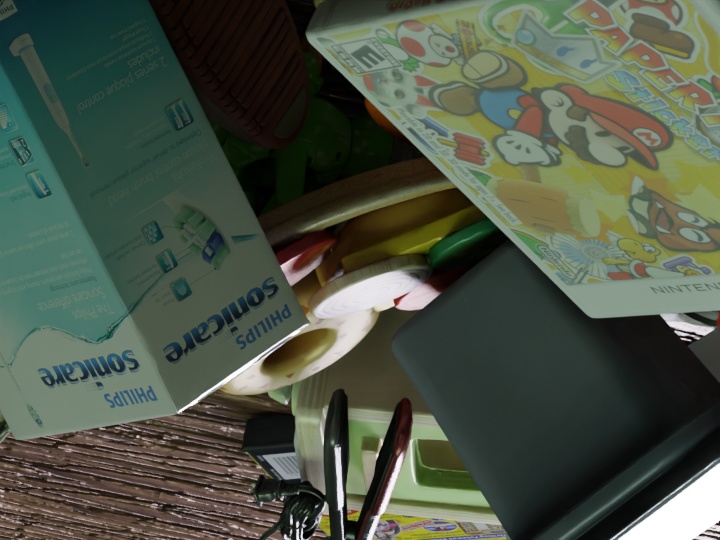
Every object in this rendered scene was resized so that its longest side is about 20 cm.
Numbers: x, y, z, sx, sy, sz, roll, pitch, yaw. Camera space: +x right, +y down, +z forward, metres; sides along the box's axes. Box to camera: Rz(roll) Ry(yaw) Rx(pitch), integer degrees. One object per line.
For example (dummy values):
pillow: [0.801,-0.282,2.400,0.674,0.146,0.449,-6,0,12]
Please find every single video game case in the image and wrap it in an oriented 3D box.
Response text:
video game case: [0.103,-0.047,0.858,0.181,0.023,0.200,-5,142,46]
video game case: [0.049,0.140,1.481,0.199,0.026,0.181,-7,145,25]

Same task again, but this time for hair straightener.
hair straightener: [-0.022,0.118,1.240,0.076,0.041,0.200,10,153,-3]

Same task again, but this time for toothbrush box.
toothbrush box: [-0.132,-0.036,0.980,0.146,0.085,0.201,-14,105,53]

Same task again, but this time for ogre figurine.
ogre figurine: [-0.047,-0.054,1.116,0.199,0.099,0.120,30,157,-12]

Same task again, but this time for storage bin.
storage bin: [0.107,0.052,1.056,0.145,0.135,0.200,-39,171,14]

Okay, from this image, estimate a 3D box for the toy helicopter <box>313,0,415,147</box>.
toy helicopter: [-0.002,-0.140,0.972,0.199,0.079,0.132,33,163,-10]

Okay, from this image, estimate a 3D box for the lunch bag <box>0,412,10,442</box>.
lunch bag: [-0.228,0.016,1.213,0.199,0.165,0.118,-11,138,32]

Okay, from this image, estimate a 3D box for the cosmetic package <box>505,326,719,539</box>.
cosmetic package: [0.173,0.103,1.246,0.199,0.052,0.151,-31,151,-15]

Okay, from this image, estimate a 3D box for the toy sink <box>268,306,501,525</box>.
toy sink: [0.019,0.068,1.283,0.199,0.113,0.131,6,149,7]

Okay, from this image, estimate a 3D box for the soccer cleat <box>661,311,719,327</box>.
soccer cleat: [0.144,-0.026,1.138,0.085,0.069,0.200,-8,150,20]

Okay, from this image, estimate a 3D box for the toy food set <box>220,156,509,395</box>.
toy food set: [0.000,0.000,1.086,0.199,0.049,0.198,-21,167,5]

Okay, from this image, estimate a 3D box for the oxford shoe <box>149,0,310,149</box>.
oxford shoe: [-0.097,-0.132,1.015,0.074,0.071,0.200,-12,124,44]
